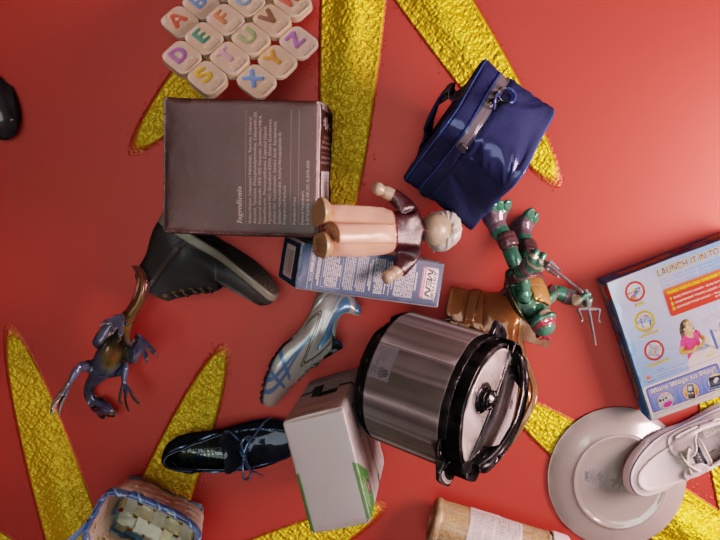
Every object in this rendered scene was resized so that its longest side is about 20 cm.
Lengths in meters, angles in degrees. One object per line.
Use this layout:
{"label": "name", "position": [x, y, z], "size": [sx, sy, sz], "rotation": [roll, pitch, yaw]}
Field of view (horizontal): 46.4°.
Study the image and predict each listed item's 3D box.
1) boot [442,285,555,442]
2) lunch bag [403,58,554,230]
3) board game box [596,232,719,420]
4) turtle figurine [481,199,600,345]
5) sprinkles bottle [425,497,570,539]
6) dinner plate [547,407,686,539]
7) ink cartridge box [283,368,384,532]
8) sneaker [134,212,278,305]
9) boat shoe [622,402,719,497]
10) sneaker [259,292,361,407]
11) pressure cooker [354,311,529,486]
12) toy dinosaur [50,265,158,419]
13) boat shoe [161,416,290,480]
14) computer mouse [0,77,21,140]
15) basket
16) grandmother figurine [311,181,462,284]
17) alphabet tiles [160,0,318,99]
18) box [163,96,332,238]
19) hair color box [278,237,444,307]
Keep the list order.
{"label": "boot", "position": [0.171, 0.128, 1.155], "size": [0.151, 0.074, 0.205], "rotation": [14, 88, 3]}
{"label": "lunch bag", "position": [0.140, -0.162, 1.053], "size": [0.131, 0.200, 0.137], "rotation": [33, 64, -2]}
{"label": "board game box", "position": [0.447, 0.072, 1.137], "size": [0.196, 0.056, 0.200], "rotation": [-20, 94, 4]}
{"label": "turtle figurine", "position": [0.226, 0.009, 1.079], "size": [0.100, 0.149, 0.203], "rotation": [-30, 59, 19]}
{"label": "sprinkles bottle", "position": [0.192, 0.378, 1.177], "size": [0.196, 0.068, 0.070], "rotation": [16, 97, 1]}
{"label": "dinner plate", "position": [0.363, 0.295, 1.183], "size": [0.195, 0.024, 0.205], "rotation": [0, 95, 4]}
{"label": "ink cartridge box", "position": [-0.030, 0.230, 1.109], "size": [0.081, 0.200, 0.150], "rotation": [-14, 95, 8]}
{"label": "sneaker", "position": [-0.213, 0.015, 1.166], "size": [0.198, 0.075, 0.108], "rotation": [32, 101, 9]}
{"label": "boat shoe", "position": [0.446, 0.242, 1.135], "size": [0.198, 0.065, 0.074], "rotation": [-34, 94, -5]}
{"label": "sneaker", "position": [-0.072, 0.112, 1.162], "size": [0.072, 0.072, 0.202], "rotation": [36, 98, 5]}
{"label": "pressure cooker", "position": [0.111, 0.158, 1.052], "size": [0.197, 0.177, 0.180], "rotation": [13, 114, 34]}
{"label": "toy dinosaur", "position": [-0.339, 0.128, 1.171], "size": [0.104, 0.181, 0.203], "rotation": [31, 55, -16]}
{"label": "boat shoe", "position": [-0.183, 0.263, 1.185], "size": [0.195, 0.069, 0.086], "rotation": [-14, 95, 4]}
{"label": "computer mouse", "position": [-0.530, -0.278, 1.166], "size": [0.058, 0.034, 0.203], "rotation": [-24, 94, 6]}
{"label": "basket", "position": [-0.297, 0.377, 1.135], "size": [0.173, 0.200, 0.142], "rotation": [24, 96, 1]}
{"label": "grandmother figurine", "position": [0.039, -0.046, 1.035], "size": [0.196, 0.060, 0.124], "rotation": [-4, 99, -27]}
{"label": "alphabet tiles", "position": [-0.160, -0.313, 1.101], "size": [0.195, 0.015, 0.200], "rotation": [39, 73, 18]}
{"label": "box", "position": [-0.140, -0.133, 1.093], "size": [0.195, 0.166, 0.168], "rotation": [2, 97, 2]}
{"label": "hair color box", "position": [0.000, 0.000, 1.102], "size": [0.196, 0.100, 0.062], "rotation": [9, 95, -20]}
